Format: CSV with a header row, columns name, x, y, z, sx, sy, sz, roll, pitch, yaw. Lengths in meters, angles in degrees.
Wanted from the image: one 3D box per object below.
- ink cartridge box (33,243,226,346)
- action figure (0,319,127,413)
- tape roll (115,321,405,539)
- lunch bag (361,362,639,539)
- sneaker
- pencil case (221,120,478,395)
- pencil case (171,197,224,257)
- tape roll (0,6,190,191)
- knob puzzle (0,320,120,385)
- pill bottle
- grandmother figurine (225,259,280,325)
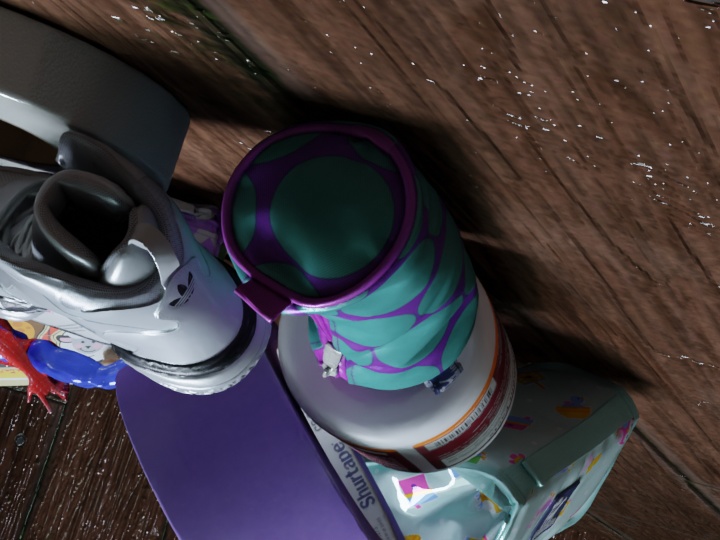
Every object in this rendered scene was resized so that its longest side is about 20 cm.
name,x,y,z,sx,sy,sz,roll,pitch,yaw
ink cartridge box,-0.198,-0.015,1.125,0.200,0.084,0.145,20,172,-17
action figure,-0.197,0.060,1.176,0.200,0.052,0.065,21,179,3
tape roll,-0.047,0.119,1.011,0.200,0.085,0.200,58,-178,-4
lunch bag,0.069,0.139,1.199,0.200,0.122,0.170,-19,-177,40
sneaker,-0.137,-0.020,0.809,0.200,0.075,0.115,24,163,27
pencil case,0.000,0.000,0.822,0.085,0.092,0.200,37,175,18
pencil case,-0.168,-0.029,1.011,0.200,0.084,0.086,19,136,-19
tape roll,-0.178,-0.084,0.835,0.203,0.037,0.203,17,171,3
knob puzzle,-0.230,0.034,1.355,0.220,0.030,0.220,-4,144,-3
pill bottle,0.027,0.052,1.016,0.113,0.113,0.200,16,171,12
grandmother figurine,-0.031,0.040,1.249,0.200,0.061,0.121,17,-161,-13
